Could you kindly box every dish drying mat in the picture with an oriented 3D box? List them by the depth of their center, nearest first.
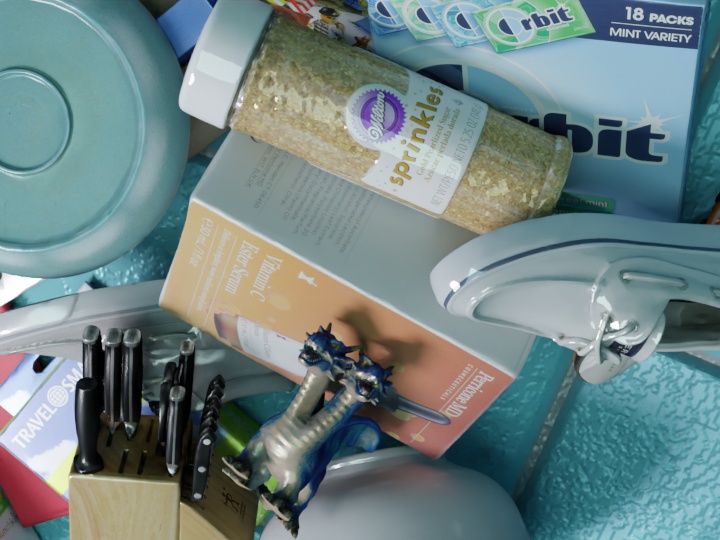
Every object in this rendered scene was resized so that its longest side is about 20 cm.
[{"bbox_3d":[-0.258,0.092,0.972,0.077,0.018,0.201,-18,105,19],"label":"dish drying mat"}]

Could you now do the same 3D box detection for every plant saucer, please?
[{"bbox_3d":[-0.204,-0.091,0.815,0.199,0.027,0.201,2,101,8],"label":"plant saucer"}]

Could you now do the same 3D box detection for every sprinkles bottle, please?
[{"bbox_3d":[0.008,-0.077,0.695,0.199,0.068,0.068,23,114,-5],"label":"sprinkles bottle"}]

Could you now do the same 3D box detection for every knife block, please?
[{"bbox_3d":[-0.156,0.132,0.840,0.200,0.064,0.176,-34,115,22],"label":"knife block"}]

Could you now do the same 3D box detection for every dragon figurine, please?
[{"bbox_3d":[-0.026,0.096,0.769,0.059,0.200,0.099,41,75,13],"label":"dragon figurine"}]

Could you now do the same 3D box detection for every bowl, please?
[{"bbox_3d":[0.016,0.166,0.859,0.200,0.201,0.091,-16,74,19],"label":"bowl"}]

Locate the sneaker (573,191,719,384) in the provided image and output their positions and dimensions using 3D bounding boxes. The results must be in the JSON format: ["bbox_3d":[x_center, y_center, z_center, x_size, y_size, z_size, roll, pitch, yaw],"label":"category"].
[{"bbox_3d":[0.217,0.017,0.794,0.092,0.076,0.200,44,115,-9],"label":"sneaker"}]

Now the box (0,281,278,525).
[{"bbox_3d":[-0.155,0.118,0.928,0.200,0.048,0.122,41,103,-4],"label":"box"}]

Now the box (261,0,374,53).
[{"bbox_3d":[0.030,-0.158,0.741,0.199,0.038,0.137,19,148,-2],"label":"box"}]

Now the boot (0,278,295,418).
[{"bbox_3d":[-0.139,0.056,0.857,0.199,0.074,0.096,-9,90,-10],"label":"boot"}]

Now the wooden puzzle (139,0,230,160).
[{"bbox_3d":[-0.156,-0.159,0.835,0.185,0.046,0.200,-34,99,23],"label":"wooden puzzle"}]

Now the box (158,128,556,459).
[{"bbox_3d":[0.000,0.000,0.782,0.199,0.107,0.152,29,151,0],"label":"box"}]

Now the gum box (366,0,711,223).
[{"bbox_3d":[0.096,-0.095,0.724,0.169,0.045,0.200,10,147,14],"label":"gum box"}]

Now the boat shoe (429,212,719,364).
[{"bbox_3d":[0.134,0.014,0.686,0.199,0.066,0.074,-3,149,-20],"label":"boat shoe"}]

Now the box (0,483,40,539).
[{"bbox_3d":[-0.358,0.233,1.000,0.200,0.113,0.102,-28,102,21],"label":"box"}]

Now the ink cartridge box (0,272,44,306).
[{"bbox_3d":[-0.311,-0.052,0.892,0.116,0.067,0.200,-29,94,21],"label":"ink cartridge box"}]
